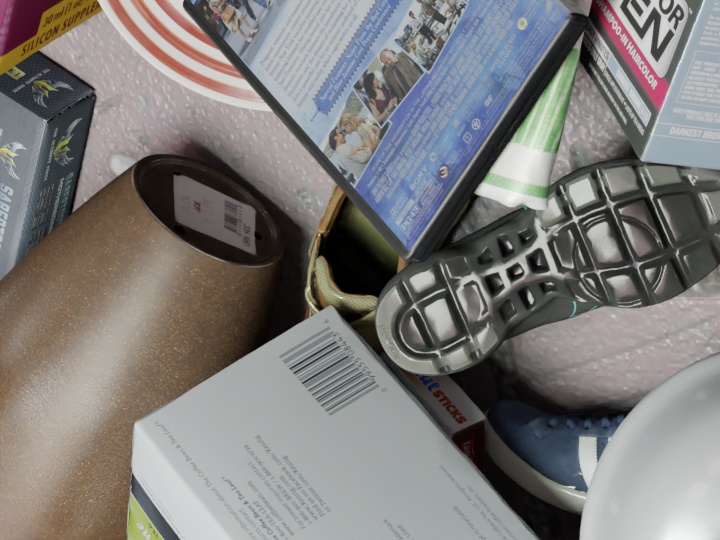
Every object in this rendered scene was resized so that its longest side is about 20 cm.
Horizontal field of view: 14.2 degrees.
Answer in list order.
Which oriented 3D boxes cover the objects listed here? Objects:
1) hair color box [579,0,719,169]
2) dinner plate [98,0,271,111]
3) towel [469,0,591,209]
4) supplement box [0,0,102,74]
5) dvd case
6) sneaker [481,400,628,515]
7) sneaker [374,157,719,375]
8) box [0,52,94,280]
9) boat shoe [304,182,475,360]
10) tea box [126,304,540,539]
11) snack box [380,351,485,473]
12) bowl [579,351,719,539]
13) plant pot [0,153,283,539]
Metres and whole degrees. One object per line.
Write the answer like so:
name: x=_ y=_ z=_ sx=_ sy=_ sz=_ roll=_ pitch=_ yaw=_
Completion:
hair color box: x=0.162 y=-0.154 z=1.251 sx=0.099 sy=0.060 sz=0.201 roll=-116 pitch=38 yaw=-50
dinner plate: x=-0.042 y=-0.172 z=1.435 sx=0.199 sy=0.024 sz=0.201 roll=3 pitch=120 yaw=5
towel: x=0.052 y=-0.139 z=1.336 sx=0.152 sy=0.023 sz=0.201 roll=18 pitch=97 yaw=41
supplement box: x=-0.168 y=-0.221 z=1.473 sx=0.103 sy=0.131 sz=0.201 roll=34 pitch=133 yaw=17
dvd case: x=0.007 y=-0.121 z=1.345 sx=0.200 sy=0.017 sz=0.143 roll=49 pitch=117 yaw=31
sneaker: x=0.151 y=0.088 z=1.456 sx=0.199 sy=0.075 sz=0.085 roll=22 pitch=109 yaw=31
sneaker: x=0.101 y=-0.012 z=1.432 sx=0.199 sy=0.079 sz=0.076 roll=-20 pitch=98 yaw=22
box: x=-0.245 y=-0.056 z=1.684 sx=0.157 sy=0.051 sz=0.201 roll=32 pitch=130 yaw=19
boat shoe: x=0.000 y=0.000 z=1.510 sx=0.075 sy=0.074 sz=0.201 roll=32 pitch=131 yaw=19
tea box: x=-0.013 y=0.167 z=1.485 sx=0.200 sy=0.133 sz=0.197 roll=49 pitch=153 yaw=22
snack box: x=0.038 y=0.133 z=1.554 sx=0.072 sy=0.024 sz=0.201 roll=49 pitch=151 yaw=40
bowl: x=0.205 y=0.138 z=1.347 sx=0.199 sy=0.090 sz=0.203 roll=0 pitch=97 yaw=-2
plant pot: x=-0.127 y=0.042 z=1.583 sx=0.187 sy=0.187 sz=0.201 roll=40 pitch=117 yaw=12
